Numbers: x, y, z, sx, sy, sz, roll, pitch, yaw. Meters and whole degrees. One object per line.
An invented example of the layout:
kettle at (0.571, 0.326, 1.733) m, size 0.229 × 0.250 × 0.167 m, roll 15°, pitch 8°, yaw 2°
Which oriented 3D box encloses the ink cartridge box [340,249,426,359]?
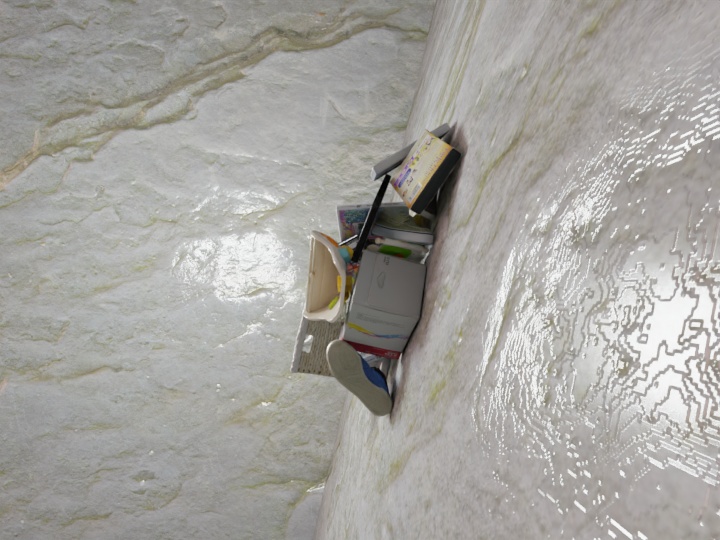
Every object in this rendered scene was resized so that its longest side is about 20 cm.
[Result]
ink cartridge box at (0.047, 0.079, 1.125) m, size 0.200 × 0.145 × 0.145 m, roll 105°, pitch 178°, yaw -55°

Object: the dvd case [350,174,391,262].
dvd case at (0.026, -0.122, 1.147) m, size 0.200 × 0.018 × 0.143 m, roll -68°, pitch 0°, yaw -59°

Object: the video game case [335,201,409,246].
video game case at (0.037, -0.089, 1.321) m, size 0.024 × 0.182 × 0.200 m, roll -89°, pitch -5°, yaw -46°

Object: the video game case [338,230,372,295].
video game case at (0.000, 0.000, 1.321) m, size 0.026 × 0.181 × 0.200 m, roll -43°, pitch 12°, yaw -33°

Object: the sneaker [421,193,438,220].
sneaker at (0.150, -0.204, 1.159) m, size 0.082 × 0.077 × 0.200 m, roll -42°, pitch 38°, yaw 37°

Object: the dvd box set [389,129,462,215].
dvd box set at (0.131, -0.212, 1.070) m, size 0.146 × 0.029 × 0.200 m, roll -56°, pitch 21°, yaw 16°

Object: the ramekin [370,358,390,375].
ramekin at (0.021, 0.248, 1.438) m, size 0.200 × 0.105 × 0.200 m, roll -167°, pitch 90°, yaw -89°

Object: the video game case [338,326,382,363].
video game case at (0.020, 0.175, 1.315) m, size 0.023 × 0.182 × 0.200 m, roll 58°, pitch -161°, yaw -21°

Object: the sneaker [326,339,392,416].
sneaker at (-0.003, 0.237, 1.164) m, size 0.077 × 0.200 × 0.111 m, roll -42°, pitch 1°, yaw 2°

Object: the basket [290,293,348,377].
basket at (-0.111, 0.194, 1.534) m, size 0.200 × 0.161 × 0.198 m, roll -102°, pitch 25°, yaw -75°

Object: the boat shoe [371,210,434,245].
boat shoe at (0.091, -0.098, 1.135) m, size 0.200 × 0.072 × 0.062 m, roll 19°, pitch 98°, yaw 54°

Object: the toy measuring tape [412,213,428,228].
toy measuring tape at (0.127, -0.123, 1.224) m, size 0.074 × 0.073 × 0.200 m, roll 107°, pitch 175°, yaw -70°

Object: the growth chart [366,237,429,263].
growth chart at (0.070, -0.006, 1.162) m, size 0.200 × 0.145 × 0.018 m, roll 108°, pitch 162°, yaw -52°

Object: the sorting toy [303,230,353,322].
sorting toy at (-0.060, 0.028, 1.097) m, size 0.180 × 0.107 × 0.200 m, roll -124°, pitch 39°, yaw -74°

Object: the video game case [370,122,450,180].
video game case at (0.116, -0.289, 1.254) m, size 0.023 × 0.200 × 0.182 m, roll 59°, pitch -178°, yaw -4°
